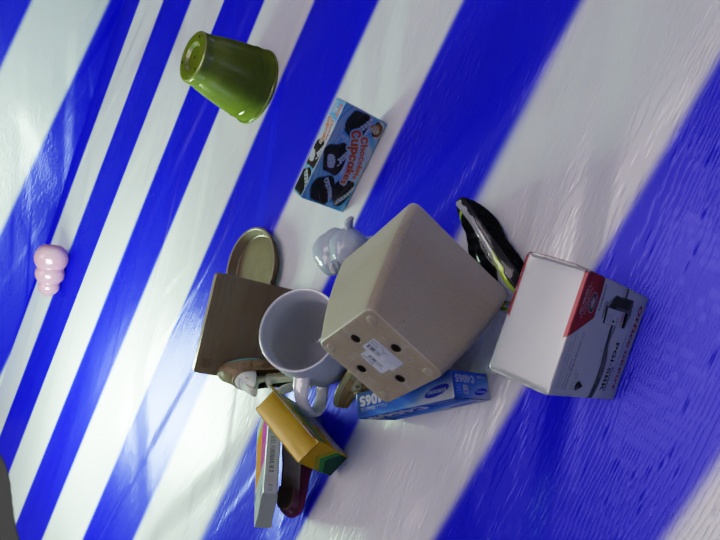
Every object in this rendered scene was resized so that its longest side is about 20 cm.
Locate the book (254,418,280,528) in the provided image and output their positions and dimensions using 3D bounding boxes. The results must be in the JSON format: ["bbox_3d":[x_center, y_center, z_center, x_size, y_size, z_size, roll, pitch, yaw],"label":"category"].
[{"bbox_3d":[-0.173,0.358,1.152,0.201,0.047,0.135,-93,14,-46],"label":"book"}]

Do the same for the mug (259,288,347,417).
[{"bbox_3d":[-0.082,0.157,1.083,0.146,0.176,0.202,-3,65,16],"label":"mug"}]

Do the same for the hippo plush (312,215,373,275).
[{"bbox_3d":[0.000,0.000,1.061,0.199,0.160,0.161,4,80,51],"label":"hippo plush"}]

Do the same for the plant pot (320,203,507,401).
[{"bbox_3d":[0.058,0.066,0.881,0.200,0.200,0.178,-38,13,47],"label":"plant pot"}]

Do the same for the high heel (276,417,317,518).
[{"bbox_3d":[-0.120,0.371,1.184,0.067,0.096,0.202,11,63,14],"label":"high heel"}]

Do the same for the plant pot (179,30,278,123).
[{"bbox_3d":[-0.346,-0.506,1.551,0.199,0.192,0.203,-16,67,43],"label":"plant pot"}]

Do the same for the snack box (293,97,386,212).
[{"bbox_3d":[-0.040,-0.224,1.207,0.037,0.115,0.202,40,109,44],"label":"snack box"}]

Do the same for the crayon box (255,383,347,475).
[{"bbox_3d":[-0.105,0.280,1.057,0.052,0.200,0.126,-43,61,-8],"label":"crayon box"}]

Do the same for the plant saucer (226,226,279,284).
[{"bbox_3d":[-0.252,-0.001,1.434,0.199,0.029,0.203,-16,67,43],"label":"plant saucer"}]

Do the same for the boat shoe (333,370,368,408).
[{"bbox_3d":[0.022,0.173,1.072,0.063,0.073,0.202,37,103,13],"label":"boat shoe"}]

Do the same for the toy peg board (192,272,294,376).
[{"bbox_3d":[-0.241,0.120,1.280,0.098,0.197,0.203,10,86,63],"label":"toy peg board"}]

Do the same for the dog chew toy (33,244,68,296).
[{"bbox_3d":[-1.219,0.001,2.393,0.124,0.124,0.203,11,95,47],"label":"dog chew toy"}]

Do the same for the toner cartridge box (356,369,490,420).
[{"bbox_3d":[0.095,0.200,0.964,0.199,0.094,0.044,-24,64,41],"label":"toner cartridge box"}]

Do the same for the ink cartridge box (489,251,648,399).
[{"bbox_3d":[0.261,0.074,0.746,0.082,0.199,0.149,21,95,44],"label":"ink cartridge box"}]

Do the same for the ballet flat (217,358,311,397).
[{"bbox_3d":[-0.181,0.212,1.190,0.073,0.197,0.068,-101,13,-54],"label":"ballet flat"}]

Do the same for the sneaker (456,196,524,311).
[{"bbox_3d":[0.186,-0.028,0.947,0.083,0.071,0.201,-46,50,29],"label":"sneaker"}]
